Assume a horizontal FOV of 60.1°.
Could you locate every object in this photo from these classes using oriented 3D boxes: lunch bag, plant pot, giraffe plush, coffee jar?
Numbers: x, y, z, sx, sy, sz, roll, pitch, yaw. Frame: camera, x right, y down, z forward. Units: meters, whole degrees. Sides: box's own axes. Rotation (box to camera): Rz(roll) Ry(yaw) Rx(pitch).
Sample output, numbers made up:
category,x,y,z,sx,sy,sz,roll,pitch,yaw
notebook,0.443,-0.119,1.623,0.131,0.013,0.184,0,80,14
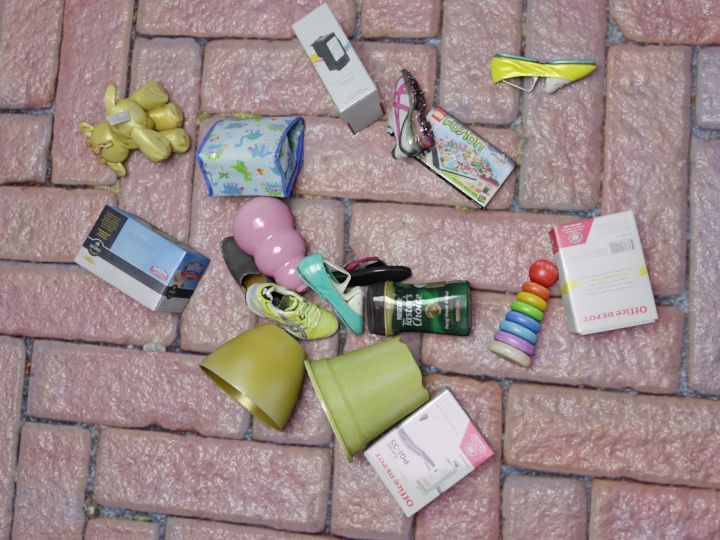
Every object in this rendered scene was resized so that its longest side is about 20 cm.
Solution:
category,x,y,z,sx,sy,sz,roll,pitch,yaw
lunch bag,-0.208,-0.239,1.226,0.168,0.128,0.201,1,46,8
plant pot,-0.183,0.186,1.176,0.199,0.200,0.142,34,68,9
plant pot,0.020,0.219,1.143,0.183,0.200,0.202,-24,82,-6
giraffe plush,-0.476,-0.277,1.272,0.161,0.199,0.174,-24,85,34
coffee jar,0.110,0.072,1.181,0.197,0.085,0.106,-1,98,8

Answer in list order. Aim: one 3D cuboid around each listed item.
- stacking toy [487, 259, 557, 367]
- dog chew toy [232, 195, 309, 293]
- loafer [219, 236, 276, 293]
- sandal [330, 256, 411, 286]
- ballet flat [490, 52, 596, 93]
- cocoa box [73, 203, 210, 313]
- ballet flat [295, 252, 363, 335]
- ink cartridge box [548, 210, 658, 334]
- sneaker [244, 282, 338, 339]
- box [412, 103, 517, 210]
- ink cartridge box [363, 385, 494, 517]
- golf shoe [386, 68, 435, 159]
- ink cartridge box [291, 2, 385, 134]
category,x,y,z,sx,sy,sz,roll,pitch,yaw
stacking toy,0.316,0.074,1.165,0.085,0.085,0.202,25,83,9
dog chew toy,-0.162,-0.045,1.209,0.124,0.125,0.201,-35,80,3
loafer,-0.217,0.009,1.240,0.073,0.072,0.200,-42,80,3
sandal,0.000,0.000,1.215,0.197,0.075,0.046,-5,66,11
ballet flat,0.351,-0.381,1.209,0.198,0.067,0.068,9,107,11
cocoa box,-0.430,-0.021,1.241,0.199,0.133,0.132,30,89,9
ballet flat,-0.036,0.043,1.173,0.070,0.068,0.200,-35,117,13
ink cartridge box,0.441,0.007,1.145,0.143,0.083,0.203,-11,84,7
sneaker,-0.122,0.082,1.178,0.199,0.076,0.076,24,72,-31
box,0.195,-0.224,1.224,0.199,0.035,0.110,38,91,9
ink cartridge box,0.126,0.335,1.159,0.199,0.083,0.147,-38,81,3
golf shoe,0.082,-0.308,1.211,0.091,0.072,0.202,-23,54,26
ink cartridge box,-0.039,-0.389,1.215,0.082,0.146,0.201,-30,81,6
